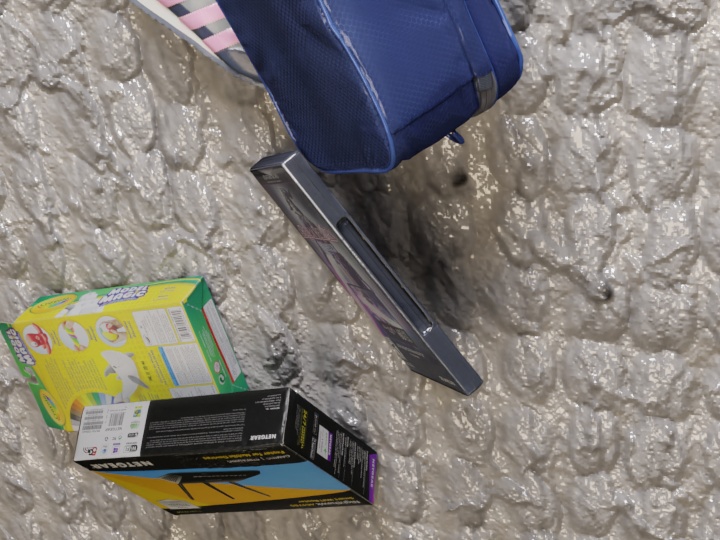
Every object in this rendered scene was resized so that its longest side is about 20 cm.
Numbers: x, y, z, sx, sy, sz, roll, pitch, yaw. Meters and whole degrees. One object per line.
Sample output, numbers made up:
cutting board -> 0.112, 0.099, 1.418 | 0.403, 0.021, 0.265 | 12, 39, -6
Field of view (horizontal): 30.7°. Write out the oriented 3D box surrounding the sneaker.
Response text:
sneaker -> -0.083, -0.188, 0.877 | 0.199, 0.070, 0.082 | 32, 129, 1

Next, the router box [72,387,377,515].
router box -> -0.106, 0.150, 1.055 | 0.198, 0.052, 0.149 | -8, 150, 28

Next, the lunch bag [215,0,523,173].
lunch bag -> 0.010, -0.159, 0.806 | 0.136, 0.132, 0.201 | 10, 133, 60

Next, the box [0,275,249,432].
box -> -0.202, 0.074, 1.099 | 0.198, 0.048, 0.118 | -7, 117, 25

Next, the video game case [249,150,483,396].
video game case -> 0.000, 0.000, 0.926 | 0.019, 0.143, 0.200 | -41, 101, -8
